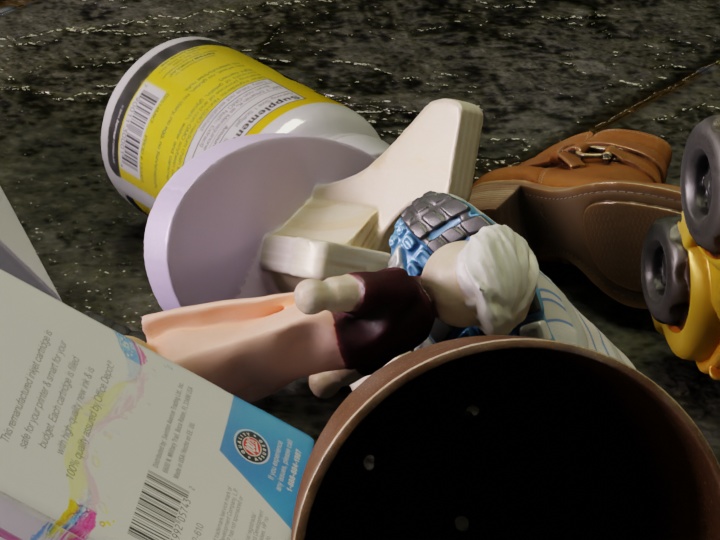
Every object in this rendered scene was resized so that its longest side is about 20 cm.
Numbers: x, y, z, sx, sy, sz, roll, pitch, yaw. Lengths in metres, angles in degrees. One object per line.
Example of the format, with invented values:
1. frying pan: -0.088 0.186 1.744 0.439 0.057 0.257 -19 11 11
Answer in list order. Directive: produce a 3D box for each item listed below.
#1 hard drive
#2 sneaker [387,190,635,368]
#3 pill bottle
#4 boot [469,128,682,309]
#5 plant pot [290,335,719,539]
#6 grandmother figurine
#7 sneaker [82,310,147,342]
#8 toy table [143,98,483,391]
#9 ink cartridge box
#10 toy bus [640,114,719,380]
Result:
1. hard drive: -0.242 -0.054 1.603 0.026 0.132 0.200 -42 30 3
2. sneaker: 0.089 0.044 1.377 0.075 0.200 0.087 -37 -2 23
3. pill bottle: -0.054 -0.055 1.609 0.114 0.115 0.200 -17 31 -33
4. boot: 0.157 -0.036 1.620 0.199 0.077 0.155 -4 17 30
5. plant pot: 0.048 0.105 1.223 0.186 0.188 0.200 -3 9 -9
6. grandmother figurine: -0.012 0.025 1.304 0.199 0.061 0.121 -17 -11 -2
7. sneaker: -0.112 0.081 1.373 0.090 0.076 0.200 9 28 1
8. toy table: 0.000 0.000 1.442 0.117 0.185 0.199 10 12 44
9. ink cartridge box: -0.133 0.093 1.211 0.199 0.085 0.145 30 31 -10
10. toy bus: 0.237 0.028 1.415 0.135 0.200 0.193 -1 58 -14
